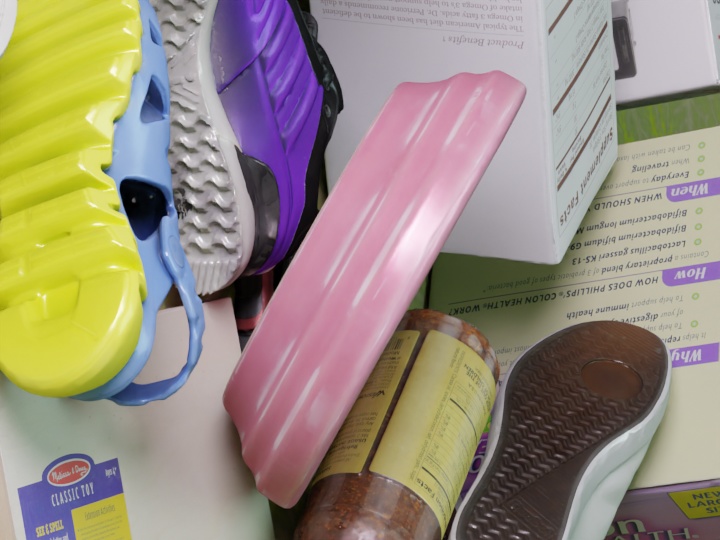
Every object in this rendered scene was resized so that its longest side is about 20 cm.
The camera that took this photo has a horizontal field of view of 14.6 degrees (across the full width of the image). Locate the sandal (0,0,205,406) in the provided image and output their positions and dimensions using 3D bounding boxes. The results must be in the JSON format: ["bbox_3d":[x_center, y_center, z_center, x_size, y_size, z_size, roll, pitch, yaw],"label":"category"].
[{"bbox_3d":[-0.101,-0.026,1.077,0.087,0.079,0.201,46,35,-51],"label":"sandal"}]

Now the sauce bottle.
[{"bbox_3d":[0.006,0.105,1.226,0.066,0.066,0.200,62,38,-34],"label":"sauce bottle"}]

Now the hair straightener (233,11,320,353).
[{"bbox_3d":[-0.030,-0.023,1.275,0.077,0.041,0.201,18,63,-61],"label":"hair straightener"}]

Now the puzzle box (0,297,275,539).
[{"bbox_3d":[-0.096,0.087,1.124,0.200,0.025,0.134,-13,94,-64],"label":"puzzle box"}]

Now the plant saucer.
[{"bbox_3d":[0.000,0.000,1.161,0.201,0.051,0.201,-60,178,-3],"label":"plant saucer"}]

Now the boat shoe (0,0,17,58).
[{"bbox_3d":[-0.176,-0.053,0.989,0.200,0.073,0.062,-73,-172,-53],"label":"boat shoe"}]

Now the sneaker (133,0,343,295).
[{"bbox_3d":[-0.053,-0.096,1.202,0.099,0.069,0.201,-13,103,-50],"label":"sneaker"}]

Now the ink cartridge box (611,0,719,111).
[{"bbox_3d":[0.148,-0.121,1.494,0.116,0.199,0.067,-10,91,-65],"label":"ink cartridge box"}]

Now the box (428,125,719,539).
[{"bbox_3d":[0.130,0.045,1.428,0.097,0.175,0.201,46,42,-49],"label":"box"}]

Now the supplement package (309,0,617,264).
[{"bbox_3d":[0.050,-0.120,1.331,0.117,0.116,0.201,-56,147,-53],"label":"supplement package"}]

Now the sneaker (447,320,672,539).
[{"bbox_3d":[0.085,0.102,1.302,0.200,0.073,0.085,-52,156,-45],"label":"sneaker"}]

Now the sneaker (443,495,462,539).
[{"bbox_3d":[0.024,0.190,1.299,0.201,0.075,0.116,63,35,-14],"label":"sneaker"}]
